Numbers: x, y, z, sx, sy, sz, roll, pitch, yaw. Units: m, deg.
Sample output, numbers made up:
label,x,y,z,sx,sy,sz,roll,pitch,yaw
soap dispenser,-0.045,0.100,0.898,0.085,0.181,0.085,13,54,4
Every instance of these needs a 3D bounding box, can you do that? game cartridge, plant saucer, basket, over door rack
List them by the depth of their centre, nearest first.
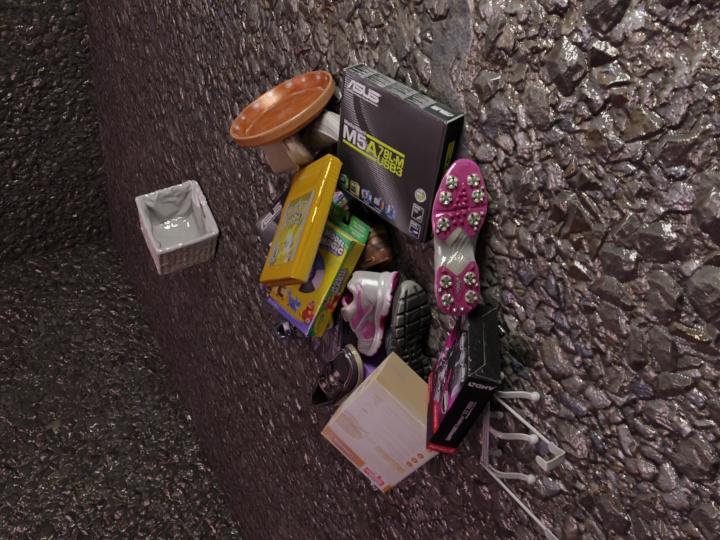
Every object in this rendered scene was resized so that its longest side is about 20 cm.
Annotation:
label,x,y,z,sx,sy,sz,roll,pitch,yaw
over door rack,0.220,0.248,0.836,0.201,0.064,0.152,-121,24,-65
game cartridge,-0.098,-0.076,1.005,0.175,0.032,0.206,-9,64,64
plant saucer,-0.130,-0.270,1.062,0.199,0.199,0.033,26,152,52
basket,-0.547,-0.126,1.877,0.202,0.196,0.162,61,155,18

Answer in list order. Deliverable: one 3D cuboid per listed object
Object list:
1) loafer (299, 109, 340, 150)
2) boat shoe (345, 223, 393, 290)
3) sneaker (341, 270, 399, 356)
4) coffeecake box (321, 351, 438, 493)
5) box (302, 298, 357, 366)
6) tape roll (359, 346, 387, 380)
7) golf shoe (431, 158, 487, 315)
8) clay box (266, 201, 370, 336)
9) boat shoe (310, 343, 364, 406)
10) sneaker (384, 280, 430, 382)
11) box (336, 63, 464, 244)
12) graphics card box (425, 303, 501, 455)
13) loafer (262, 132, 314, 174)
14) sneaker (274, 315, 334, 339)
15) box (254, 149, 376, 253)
label,x,y,z,sx,sy,sz,roll,pitch,yaw
loafer,-0.063,-0.238,1.071,0.200,0.069,0.071,40,108,55
boat shoe,0.001,0.000,1.099,0.069,0.070,0.201,62,147,18
sneaker,0.009,0.066,1.072,0.086,0.082,0.203,17,135,6
coffeecake box,0.046,0.257,1.040,0.153,0.073,0.201,41,131,2
box,-0.065,0.105,1.298,0.159,0.047,0.204,47,142,39
tape roll,0.029,0.249,1.196,0.199,0.064,0.206,36,134,47
golf shoe,0.127,-0.047,0.851,0.092,0.073,0.207,-92,6,-81
clay box,-0.071,-0.008,1.046,0.114,0.047,0.204,33,104,34
boat shoe,-0.048,0.207,1.173,0.073,0.063,0.201,60,149,21
sneaker,0.067,0.105,1.038,0.079,0.074,0.206,35,134,50
box,0.047,-0.170,0.915,0.198,0.047,0.197,37,139,30
graphics card box,0.143,0.158,0.896,0.203,0.049,0.128,108,173,-47
loafer,-0.132,-0.205,1.106,0.077,0.067,0.200,58,174,-14
sneaker,-0.112,0.101,1.244,0.076,0.079,0.200,65,151,11
box,-0.085,-0.084,1.123,0.199,0.044,0.162,-43,64,20
